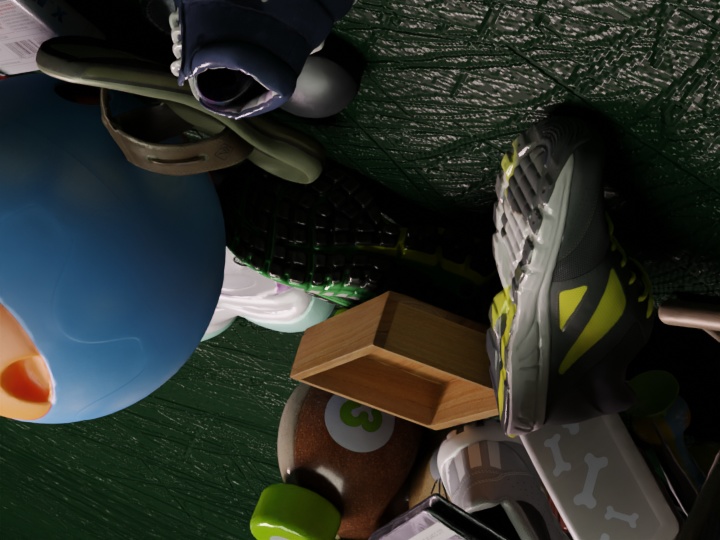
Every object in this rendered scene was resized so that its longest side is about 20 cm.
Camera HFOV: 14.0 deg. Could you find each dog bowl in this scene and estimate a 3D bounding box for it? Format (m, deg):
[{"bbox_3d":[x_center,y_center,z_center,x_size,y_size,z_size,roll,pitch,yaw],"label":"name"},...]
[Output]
[{"bbox_3d":[0.152,0.139,1.720,0.200,0.059,0.200,60,-177,-6],"label":"dog bowl"}]

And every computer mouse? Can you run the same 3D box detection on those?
[{"bbox_3d":[-0.069,-0.107,1.624,0.059,0.034,0.200,40,160,-29],"label":"computer mouse"}]

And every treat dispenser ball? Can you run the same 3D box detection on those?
[{"bbox_3d":[-0.177,-0.013,1.677,0.201,0.201,0.201,27,162,10],"label":"treat dispenser ball"}]

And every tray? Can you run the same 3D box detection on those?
[{"bbox_3d":[0.031,0.053,1.688,0.098,0.037,0.200,20,169,-11],"label":"tray"}]

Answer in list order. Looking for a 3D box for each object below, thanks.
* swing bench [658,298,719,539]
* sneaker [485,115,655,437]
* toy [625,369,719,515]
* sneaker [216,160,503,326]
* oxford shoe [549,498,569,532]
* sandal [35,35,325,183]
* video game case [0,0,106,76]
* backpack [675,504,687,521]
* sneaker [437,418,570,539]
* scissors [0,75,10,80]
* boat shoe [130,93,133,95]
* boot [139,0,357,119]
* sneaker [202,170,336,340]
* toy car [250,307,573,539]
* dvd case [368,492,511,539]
[{"bbox_3d":[0.212,0.122,1.527,0.130,0.199,0.200,36,162,-18],"label":"swing bench"},{"bbox_3d":[0.115,0.000,1.531,0.084,0.075,0.200,-4,132,-11],"label":"sneaker"},{"bbox_3d":[0.212,0.129,1.760,0.200,0.047,0.115,55,-176,-41],"label":"toy"},{"bbox_3d":[0.000,0.000,1.729,0.200,0.078,0.085,27,162,10],"label":"sneaker"},{"bbox_3d":[0.150,0.154,1.950,0.074,0.071,0.200,12,169,-13],"label":"oxford shoe"},{"bbox_3d":[-0.095,-0.075,1.592,0.080,0.057,0.201,25,179,45],"label":"sandal"},{"bbox_3d":[-0.266,-0.180,1.758,0.182,0.022,0.200,39,161,-25],"label":"video game case"},{"bbox_3d":[0.250,0.258,1.929,0.200,0.151,0.178,24,160,4],"label":"backpack"},{"bbox_3d":[0.101,0.195,1.740,0.200,0.075,0.116,60,-167,-27],"label":"sneaker"},{"bbox_3d":[-0.228,-0.098,1.904,0.073,0.014,0.200,3,169,8],"label":"scissors"},{"bbox_3d":[-0.184,-0.080,1.821,0.071,0.091,0.200,11,139,-12],"label":"boat shoe"},{"bbox_3d":[-0.076,-0.124,1.498,0.073,0.090,0.200,37,161,-21],"label":"boot"},{"bbox_3d":[-0.110,-0.024,1.857,0.200,0.078,0.140,-9,137,49],"label":"sneaker"},{"bbox_3d":[0.060,0.130,1.871,0.200,0.165,0.158,5,150,34],"label":"toy car"},{"bbox_3d":[0.102,0.185,1.521,0.200,0.016,0.149,33,163,-3],"label":"dvd case"}]
